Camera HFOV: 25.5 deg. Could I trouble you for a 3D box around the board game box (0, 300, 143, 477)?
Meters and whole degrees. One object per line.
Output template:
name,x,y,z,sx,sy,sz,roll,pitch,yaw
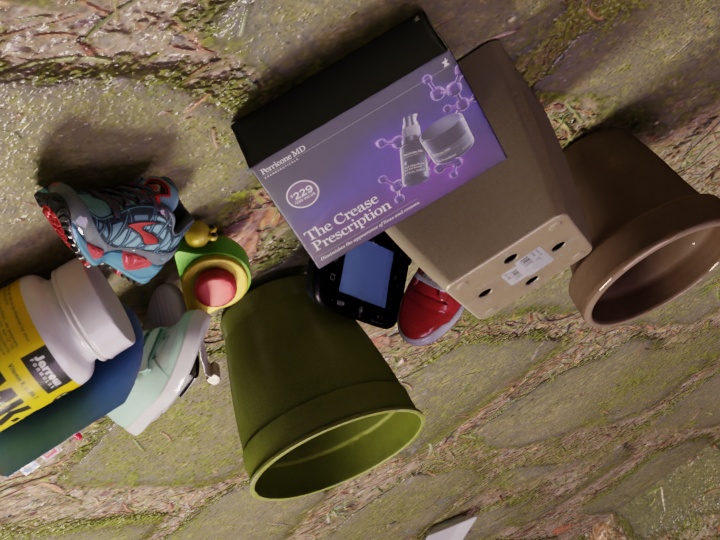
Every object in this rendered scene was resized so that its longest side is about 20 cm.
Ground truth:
board game box,-0.280,0.116,1.510,0.200,0.158,0.039,-32,132,8

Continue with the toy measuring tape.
toy measuring tape,-0.136,0.030,1.565,0.073,0.074,0.200,-22,131,-16

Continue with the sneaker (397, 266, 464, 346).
sneaker,0.096,-0.020,1.709,0.200,0.071,0.113,-58,160,-16

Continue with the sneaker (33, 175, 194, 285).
sneaker,-0.208,-0.055,1.375,0.096,0.079,0.200,-42,164,5

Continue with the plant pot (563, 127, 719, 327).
plant pot,0.297,-0.062,1.779,0.200,0.175,0.200,-23,156,-11

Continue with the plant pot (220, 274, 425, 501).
plant pot,-0.060,0.116,1.707,0.200,0.193,0.200,-21,157,-9

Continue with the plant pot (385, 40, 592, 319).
plant pot,0.116,-0.070,1.559,0.200,0.177,0.200,-32,157,9

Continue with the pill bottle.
pill bottle,-0.315,0.075,1.447,0.200,0.114,0.114,-30,157,2

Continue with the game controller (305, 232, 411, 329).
game controller,0.000,0.000,1.678,0.042,0.104,0.200,-3,168,27

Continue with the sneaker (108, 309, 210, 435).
sneaker,-0.229,0.083,1.552,0.200,0.118,0.074,-47,-164,45

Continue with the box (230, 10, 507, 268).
box,0.009,-0.114,1.412,0.200,0.079,0.141,-31,129,4

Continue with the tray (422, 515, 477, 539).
tray,0.145,0.507,2.962,0.107,0.022,0.200,-19,155,-23

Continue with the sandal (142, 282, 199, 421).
sandal,-0.192,0.086,1.650,0.059,0.079,0.207,-12,149,-29
